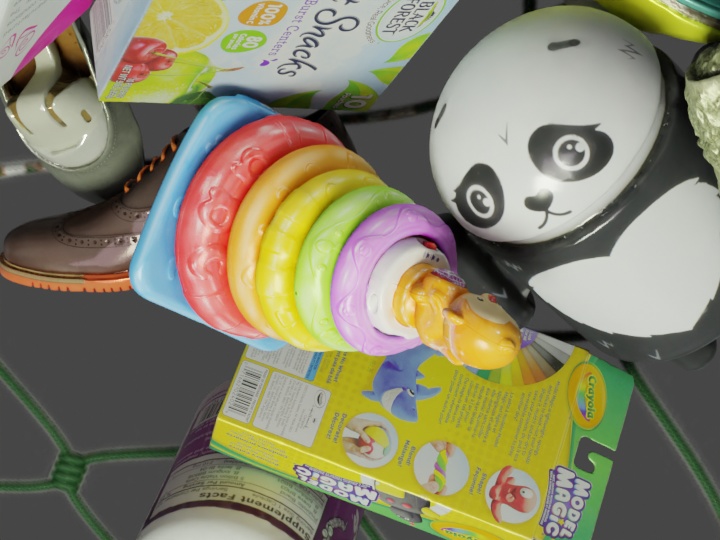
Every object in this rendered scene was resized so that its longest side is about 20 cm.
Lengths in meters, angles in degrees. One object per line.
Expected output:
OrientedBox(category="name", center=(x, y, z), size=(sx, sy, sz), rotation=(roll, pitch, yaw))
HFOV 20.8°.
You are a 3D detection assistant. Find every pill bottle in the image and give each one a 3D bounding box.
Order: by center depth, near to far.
OrientedBox(category="pill bottle", center=(-0.063, 0.150, 1.043), size=(0.111, 0.200, 0.113), rotation=(6, 122, 10))

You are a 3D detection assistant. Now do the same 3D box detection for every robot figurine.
OrientedBox(category="robot figurine", center=(0.120, -0.034, 0.917), size=(0.200, 0.125, 0.151), rotation=(40, 81, -35))

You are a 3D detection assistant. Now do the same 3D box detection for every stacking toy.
OrientedBox(category="stacking toy", center=(0.000, 0.000, 0.882), size=(0.116, 0.199, 0.110), rotation=(27, 88, -44))

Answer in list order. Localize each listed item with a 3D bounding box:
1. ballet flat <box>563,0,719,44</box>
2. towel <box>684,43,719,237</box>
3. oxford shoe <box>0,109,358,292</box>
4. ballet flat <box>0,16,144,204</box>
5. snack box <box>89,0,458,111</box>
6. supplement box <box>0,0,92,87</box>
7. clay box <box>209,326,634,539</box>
OrientedBox(category="ballet flat", center=(0.099, -0.159, 0.910), size=(0.199, 0.067, 0.067), rotation=(33, 143, -4))
OrientedBox(category="towel", center=(0.236, -0.066, 0.879), size=(0.199, 0.036, 0.149), rotation=(-27, 117, -20))
OrientedBox(category="oxford shoe", center=(-0.096, -0.039, 1.017), size=(0.199, 0.071, 0.073), rotation=(-12, 112, 4))
OrientedBox(category="ballet flat", center=(-0.167, -0.109, 0.994), size=(0.067, 0.064, 0.201), rotation=(-9, 118, 17))
OrientedBox(category="snack box", center=(-0.027, -0.137, 0.868), size=(0.141, 0.053, 0.200), rotation=(-1, 159, -23))
OrientedBox(category="supplement box", center=(-0.153, -0.179, 0.826), size=(0.103, 0.101, 0.200), rotation=(36, 139, 4))
OrientedBox(category="clay box", center=(0.034, 0.072, 1.023), size=(0.199, 0.115, 0.048), rotation=(22, 151, 0))
